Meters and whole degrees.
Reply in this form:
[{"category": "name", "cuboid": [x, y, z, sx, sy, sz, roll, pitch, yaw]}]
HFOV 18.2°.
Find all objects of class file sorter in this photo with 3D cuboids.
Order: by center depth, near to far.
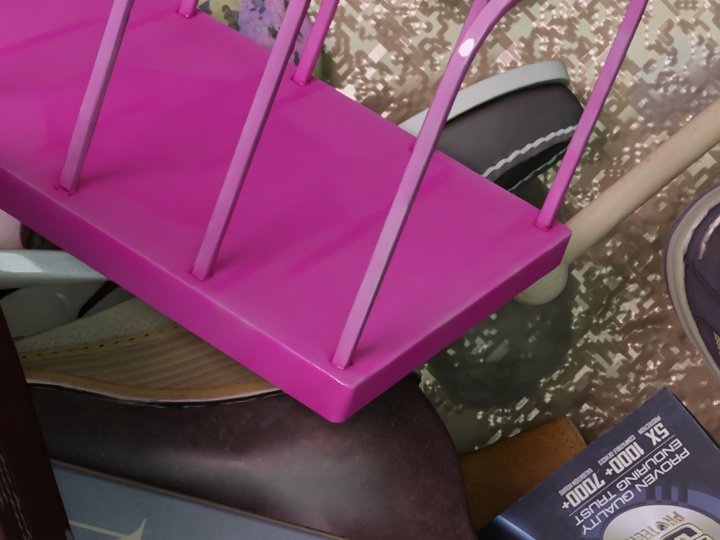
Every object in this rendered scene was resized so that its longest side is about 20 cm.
[{"category": "file sorter", "cuboid": [-0.034, -0.080, 0.632, 0.200, 0.139, 0.126, 31, 121, 18]}]

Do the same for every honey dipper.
[{"category": "honey dipper", "cuboid": [0.126, -0.053, 0.753, 0.200, 0.038, 0.038, -40, 99, -13]}]

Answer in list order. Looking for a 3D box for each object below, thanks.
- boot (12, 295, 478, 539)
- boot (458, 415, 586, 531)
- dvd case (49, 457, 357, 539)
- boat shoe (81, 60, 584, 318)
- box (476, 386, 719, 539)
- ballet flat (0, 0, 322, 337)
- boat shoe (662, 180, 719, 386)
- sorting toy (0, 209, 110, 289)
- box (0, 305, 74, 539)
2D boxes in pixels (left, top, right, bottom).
[{"category": "boot", "cuboid": [-0.059, 0.096, 0.629, 0.200, 0.072, 0.167, -27, 72, -3]}, {"category": "boot", "cuboid": [0.010, 0.086, 0.774, 0.144, 0.071, 0.201, -34, 103, -6]}, {"category": "dvd case", "cuboid": [-0.083, 0.126, 0.585, 0.200, 0.016, 0.149, 16, 83, -5]}, {"category": "boat shoe", "cuboid": [0.000, 0.000, 0.733, 0.201, 0.072, 0.061, -32, 77, -19]}, {"category": "box", "cuboid": [0.089, 0.159, 0.722, 0.164, 0.086, 0.200, -38, 137, 1]}, {"category": "ballet flat", "cuboid": [-0.082, -0.010, 0.746, 0.069, 0.071, 0.200, 43, 92, -9]}, {"category": "boat shoe", "cuboid": [0.162, 0.061, 0.684, 0.074, 0.073, 0.200, -38, 97, 3]}, {"category": "sorting toy", "cuboid": [-0.148, -0.032, 0.679, 0.180, 0.200, 0.107, 3, 121, 6]}, {"category": "box", "cuboid": [-0.175, 0.055, 0.493, 0.200, 0.164, 0.166, -20, 85, -4]}]
